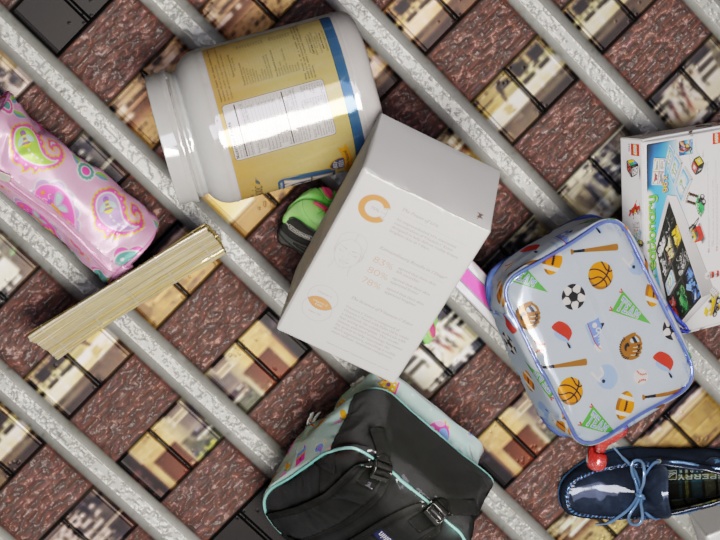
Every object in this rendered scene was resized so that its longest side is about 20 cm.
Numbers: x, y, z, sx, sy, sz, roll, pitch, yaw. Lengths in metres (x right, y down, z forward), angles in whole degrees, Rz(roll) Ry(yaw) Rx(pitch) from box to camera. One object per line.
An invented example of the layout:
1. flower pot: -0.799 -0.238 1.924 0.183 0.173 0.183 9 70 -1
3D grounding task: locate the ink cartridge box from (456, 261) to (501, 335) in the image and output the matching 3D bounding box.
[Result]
1. ink cartridge box: 0.073 -0.022 1.634 0.200 0.095 0.037 43 94 -13

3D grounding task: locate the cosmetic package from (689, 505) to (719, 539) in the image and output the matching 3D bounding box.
1. cosmetic package: 0.452 0.266 1.756 0.199 0.074 0.102 -21 103 0

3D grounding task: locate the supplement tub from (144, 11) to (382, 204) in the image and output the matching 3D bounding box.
1. supplement tub: -0.087 -0.146 1.563 0.199 0.145 0.145 -16 103 -3

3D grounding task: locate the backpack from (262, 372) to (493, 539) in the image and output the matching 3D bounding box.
1. backpack: 0.011 0.206 1.638 0.176 0.154 0.200 37 132 -15

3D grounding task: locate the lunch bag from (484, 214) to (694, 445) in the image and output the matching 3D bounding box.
1. lunch bag: 0.219 0.056 1.591 0.160 0.076 0.201 -30 102 -13

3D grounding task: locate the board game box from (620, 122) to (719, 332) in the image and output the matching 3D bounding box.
1. board game box: 0.313 -0.038 1.666 0.126 0.035 0.201 -11 105 -34

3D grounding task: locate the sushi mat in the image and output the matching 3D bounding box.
1. sushi mat: -0.218 0.020 1.610 0.199 0.096 0.012 -32 73 0

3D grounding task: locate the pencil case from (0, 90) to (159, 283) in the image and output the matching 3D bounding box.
1. pencil case: -0.284 -0.075 1.582 0.200 0.087 0.088 40 94 -16

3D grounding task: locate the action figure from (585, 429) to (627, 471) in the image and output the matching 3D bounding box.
1. action figure: 0.223 0.100 1.692 0.065 0.099 0.201 9 77 -32

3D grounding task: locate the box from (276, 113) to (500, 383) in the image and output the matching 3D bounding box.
1. box: 0.024 -0.018 1.526 0.124 0.098 0.200 25 127 -7

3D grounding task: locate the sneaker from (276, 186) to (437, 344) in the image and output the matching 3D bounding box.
1. sneaker: 0.000 0.000 1.652 0.084 0.077 0.200 -34 112 34

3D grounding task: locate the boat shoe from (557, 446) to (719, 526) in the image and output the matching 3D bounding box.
1. boat shoe: 0.302 0.213 1.726 0.199 0.069 0.085 -13 103 -4
